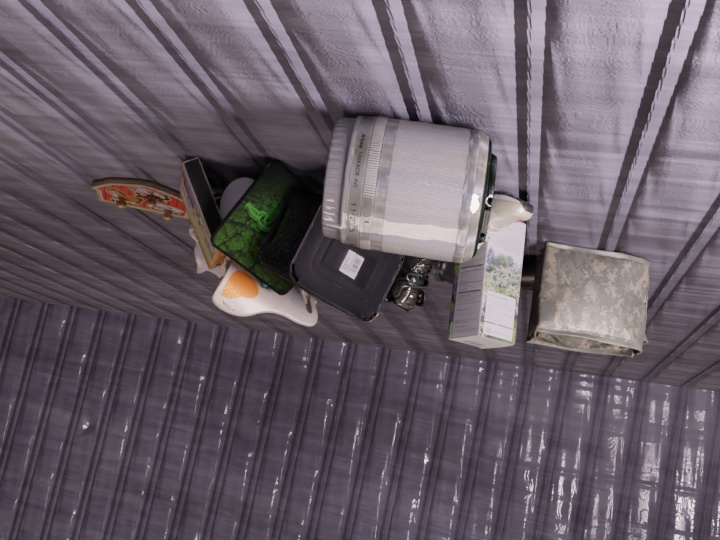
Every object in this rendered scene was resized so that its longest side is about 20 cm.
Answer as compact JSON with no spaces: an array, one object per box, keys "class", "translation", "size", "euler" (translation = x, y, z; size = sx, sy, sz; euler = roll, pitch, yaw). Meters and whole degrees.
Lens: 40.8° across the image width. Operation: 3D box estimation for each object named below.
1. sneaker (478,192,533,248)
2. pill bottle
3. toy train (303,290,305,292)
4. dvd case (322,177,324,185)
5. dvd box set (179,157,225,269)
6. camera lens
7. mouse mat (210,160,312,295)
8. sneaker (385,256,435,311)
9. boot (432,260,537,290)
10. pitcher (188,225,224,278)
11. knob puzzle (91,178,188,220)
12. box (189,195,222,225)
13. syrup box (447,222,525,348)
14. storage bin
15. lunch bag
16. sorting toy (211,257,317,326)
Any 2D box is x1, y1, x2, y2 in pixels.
[{"class":"sneaker","translation":[0.179,-0.059,1.464],"size":[0.070,0.095,0.198],"euler":[18,167,-40]},{"class":"pill bottle","translation":[-0.140,-0.081,1.572],"size":[0.110,0.114,0.199],"euler":[3,167,29]},{"class":"toy train","translation":[-0.061,0.003,1.680],"size":[0.056,0.042,0.200],"euler":[-40,173,14]},{"class":"dvd case","translation":[0.063,-0.102,1.392],"size":[0.197,0.016,0.148],"euler":[4,166,25]},{"class":"dvd box set","translation":[-0.254,-0.087,1.575],"size":[0.029,0.148,0.200],"euler":[-20,175,-14]},{"class":"camera lens","translation":[0.061,-0.100,1.177],"size":[0.196,0.163,0.160],"euler":[8,169,4]},{"class":"mouse mat","translation":[-0.126,-0.062,1.499],"size":[0.008,0.162,0.200],"euler":[38,179,42]},{"class":"sneaker","translation":[0.101,-0.006,1.609],"size":[0.076,0.116,0.199],"euler":[20,133,-39]},{"class":"boot","translation":[0.246,0.002,1.794],"size":[0.197,0.067,0.164],"euler":[8,178,21]},{"class":"pitcher","translation":[-0.251,-0.028,1.979],"size":[0.197,0.123,0.172],"euler":[18,157,18]},{"class":"knob puzzle","translation":[-0.396,-0.127,1.775],"size":[0.215,0.031,0.220],"euler":[9,169,2]},{"class":"box","translation":[-0.185,-0.086,1.755],"size":[0.198,0.050,0.159],"euler":[16,169,-36]},{"class":"syrup box","translation":[0.201,0.015,1.538],"size":[0.078,0.204,0.081],"euler":[16,164,-32]},{"class":"storage bin","translation":[-0.041,-0.023,1.494],"size":[0.199,0.137,0.093],"euler":[32,173,-40]},{"class":"lunch bag","translation":[0.398,0.053,1.668],"size":[0.196,0.167,0.118],"euler":[9,164,3]},{"class":"sorting toy","translation":[-0.151,0.027,1.661],"size":[0.179,0.108,0.200],"euler":[33,-169,-13]}]
